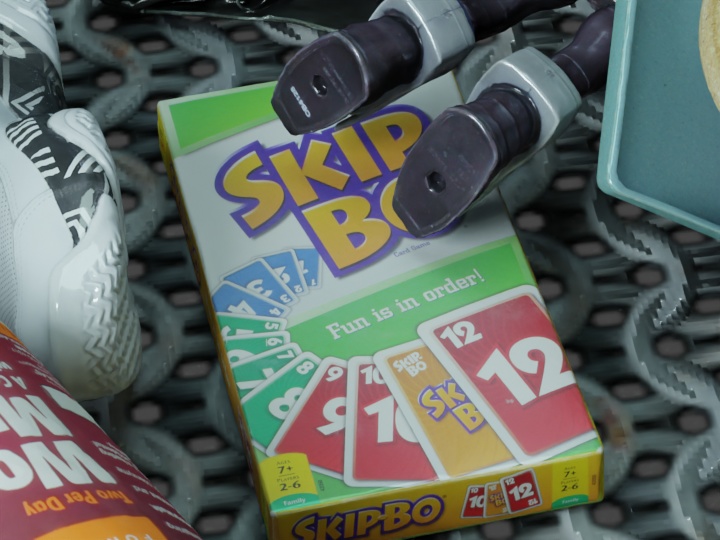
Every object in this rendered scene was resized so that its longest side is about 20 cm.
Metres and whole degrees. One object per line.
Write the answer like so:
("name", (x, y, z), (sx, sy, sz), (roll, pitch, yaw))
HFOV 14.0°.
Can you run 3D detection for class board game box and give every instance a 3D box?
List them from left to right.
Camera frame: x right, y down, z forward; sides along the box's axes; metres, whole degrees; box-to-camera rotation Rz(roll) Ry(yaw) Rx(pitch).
("board game box", (0.000, 0.000, 0.875), (0.095, 0.030, 0.200), (-10, 41, -8))

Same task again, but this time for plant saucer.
("plant saucer", (0.106, -0.102, 0.869), (0.070, 0.019, 0.200), (21, 66, -28))

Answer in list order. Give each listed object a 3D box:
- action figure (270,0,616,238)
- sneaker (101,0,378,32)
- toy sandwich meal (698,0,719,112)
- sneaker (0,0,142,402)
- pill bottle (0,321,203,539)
("action figure", (0.073, -0.084, 0.897), (0.200, 0.069, 0.130), (-30, 73, -33))
("sneaker", (-0.080, -0.133, 0.996), (0.199, 0.060, 0.104), (12, 40, 11))
("toy sandwich meal", (0.195, -0.060, 0.805), (0.205, 0.070, 0.205), (-8, 45, 8))
("sneaker", (-0.135, -0.020, 0.871), (0.115, 0.075, 0.200), (-14, 39, -10))
("pill bottle", (-0.081, 0.099, 0.709), (0.109, 0.110, 0.200), (-27, 47, -24))
